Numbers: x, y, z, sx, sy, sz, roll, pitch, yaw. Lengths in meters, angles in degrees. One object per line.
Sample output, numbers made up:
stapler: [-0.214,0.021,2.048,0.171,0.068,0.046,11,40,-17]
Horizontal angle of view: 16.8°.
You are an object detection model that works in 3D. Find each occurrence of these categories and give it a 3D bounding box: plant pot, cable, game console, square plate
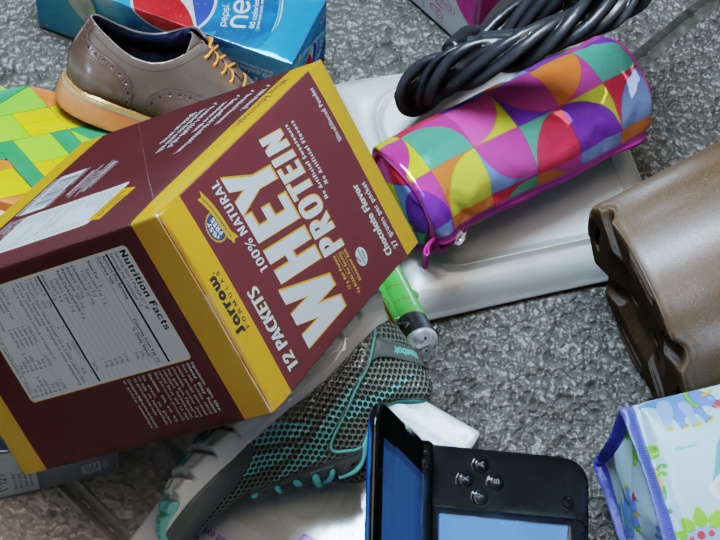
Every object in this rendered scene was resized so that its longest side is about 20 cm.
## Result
plant pot: [0.264,-0.010,1.561,0.198,0.200,0.200,-22,62,-6]
cable: [0.107,-0.160,1.609,0.163,0.200,0.051,-30,97,-40]
game console: [0.069,0.191,1.430,0.171,0.118,0.200,6,73,-15]
square plate: [0.095,-0.071,1.677,0.198,0.028,0.200,-12,61,-8]

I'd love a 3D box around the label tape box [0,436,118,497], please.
label tape box: [-0.266,0.076,1.560,0.200,0.066,0.143,-13,60,-6]

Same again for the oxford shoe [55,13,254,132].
oxford shoe: [-0.102,-0.120,1.651,0.200,0.073,0.071,13,29,-14]

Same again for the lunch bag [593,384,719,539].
lunch bag: [0.254,0.171,1.481,0.170,0.127,0.200,-14,66,-10]

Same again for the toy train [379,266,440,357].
toy train: [0.000,0.000,1.591,0.056,0.042,0.200,-14,39,-11]

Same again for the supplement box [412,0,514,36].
supplement box: [0.050,-0.269,1.750,0.103,0.101,0.200,-36,67,-21]

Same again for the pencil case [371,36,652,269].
pencil case: [0.100,-0.080,1.616,0.200,0.088,0.088,-30,65,-19]

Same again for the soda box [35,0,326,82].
soda box: [-0.127,-0.181,1.712,0.200,0.068,0.064,20,61,10]

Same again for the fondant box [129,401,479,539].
fondant box: [-0.037,0.152,1.525,0.144,0.058,0.200,29,64,14]

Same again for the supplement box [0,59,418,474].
supplement box: [-0.112,-0.002,1.452,0.200,0.133,0.197,-16,21,36]

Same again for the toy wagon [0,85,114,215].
toy wagon: [-0.229,-0.079,1.633,0.155,0.040,0.200,-14,44,-34]

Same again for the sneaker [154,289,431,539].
sneaker: [-0.037,0.105,1.473,0.200,0.078,0.091,-44,97,-4]
